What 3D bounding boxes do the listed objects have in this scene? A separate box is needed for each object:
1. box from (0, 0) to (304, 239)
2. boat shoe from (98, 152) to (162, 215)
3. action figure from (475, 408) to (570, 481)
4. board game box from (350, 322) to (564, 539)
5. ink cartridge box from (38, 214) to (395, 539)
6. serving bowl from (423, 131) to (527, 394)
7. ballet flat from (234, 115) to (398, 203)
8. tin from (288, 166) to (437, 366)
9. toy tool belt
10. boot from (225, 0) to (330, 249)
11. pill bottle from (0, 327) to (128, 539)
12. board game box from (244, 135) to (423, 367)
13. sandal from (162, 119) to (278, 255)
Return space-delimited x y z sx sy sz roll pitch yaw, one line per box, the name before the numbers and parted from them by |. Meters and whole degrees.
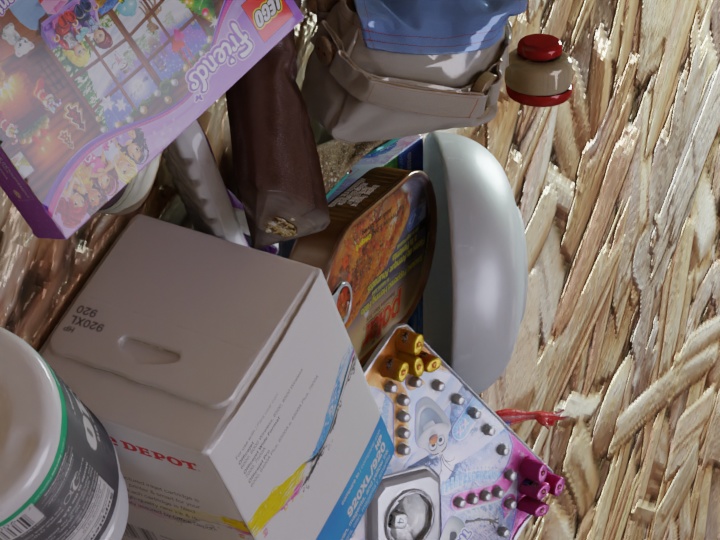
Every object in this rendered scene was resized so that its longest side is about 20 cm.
box | -0.138 -0.133 1.211 0.200 0.039 0.137 -46 116 -25
boat shoe | -0.142 -0.130 1.270 0.065 0.071 0.202 -7 111 -60
action figure | 0.096 0.118 1.690 0.200 0.098 0.066 -110 -157 -72
board game box | 0.035 0.173 1.540 0.200 0.026 0.201 45 73 -34
ink cartridge box | -0.090 0.093 1.388 0.145 0.146 0.201 -59 149 -28
serving bowl | 0.085 -0.003 1.639 0.200 0.065 0.202 178 -90 -85
ballet flat | -0.021 -0.095 1.520 0.200 0.070 0.066 -45 117 -50
tin | 0.000 0.000 1.520 0.200 0.041 0.113 -41 133 -58
toy tool belt | 0.055 -0.160 1.459 0.198 0.125 0.124 -10 119 -23
boot | -0.070 -0.122 1.337 0.186 0.064 0.202 29 54 -64
pill bottle | -0.194 0.109 1.212 0.200 0.112 0.114 70 41 -70
board game box | -0.018 0.025 1.600 0.199 0.041 0.202 -38 135 -49
sandal | -0.077 -0.034 1.412 0.050 0.083 0.203 -31 137 -10
